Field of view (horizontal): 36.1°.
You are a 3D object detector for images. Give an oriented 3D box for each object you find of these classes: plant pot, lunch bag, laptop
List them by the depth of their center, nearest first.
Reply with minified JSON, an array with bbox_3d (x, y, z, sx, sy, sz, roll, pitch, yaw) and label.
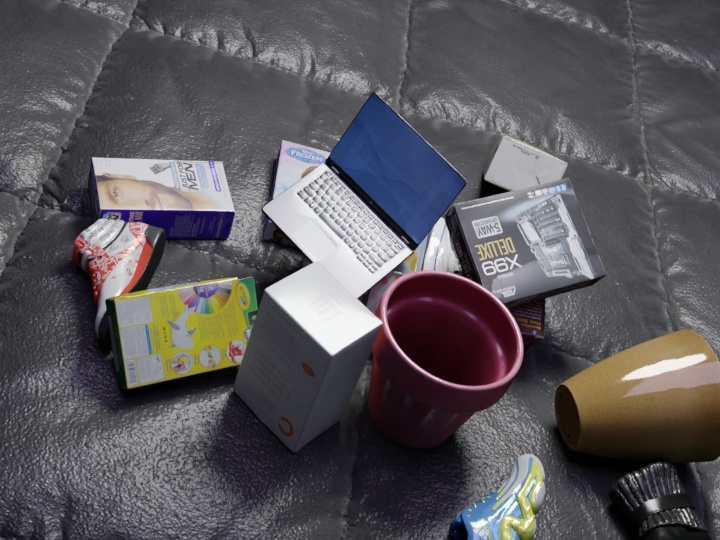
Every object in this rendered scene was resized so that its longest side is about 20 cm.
[{"bbox_3d":[0.094,0.132,1.463,0.198,0.180,0.201,11,43,-11],"label":"plant pot"},{"bbox_3d":[0.002,-0.100,1.505,0.200,0.116,0.187,-38,74,-26],"label":"laptop"},{"bbox_3d":[0.381,0.188,1.545,0.198,0.187,0.188,-7,49,-11],"label":"plant pot"},{"bbox_3d":[0.000,0.000,1.587,0.168,0.127,0.202,17,70,-4],"label":"lunch bag"}]

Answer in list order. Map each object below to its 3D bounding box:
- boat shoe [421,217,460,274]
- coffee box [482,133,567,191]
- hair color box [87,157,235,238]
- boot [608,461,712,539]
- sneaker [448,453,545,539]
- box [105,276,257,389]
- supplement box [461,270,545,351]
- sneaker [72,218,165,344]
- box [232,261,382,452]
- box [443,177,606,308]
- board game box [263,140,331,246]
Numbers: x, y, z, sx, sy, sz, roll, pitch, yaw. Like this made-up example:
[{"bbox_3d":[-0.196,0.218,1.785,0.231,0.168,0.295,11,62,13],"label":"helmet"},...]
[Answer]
[{"bbox_3d":[0.119,0.005,1.689,0.065,0.074,0.201,20,53,-9],"label":"boat shoe"},{"bbox_3d":[0.270,-0.170,1.840,0.113,0.080,0.200,24,10,2],"label":"coffee box"},{"bbox_3d":[-0.293,-0.106,1.625,0.198,0.065,0.110,-2,49,-22],"label":"hair color box"},{"bbox_3d":[0.370,0.342,1.440,0.210,0.080,0.159,-3,55,-39],"label":"boot"},{"bbox_3d":[0.172,0.305,1.401,0.104,0.076,0.201,20,44,-2],"label":"sneaker"},{"bbox_3d":[-0.224,0.077,1.439,0.198,0.048,0.119,-9,94,-28],"label":"box"},{"bbox_3d":[0.213,0.010,1.652,0.109,0.086,0.202,12,67,-12],"label":"supplement box"},{"bbox_3d":[-0.346,0.010,1.490,0.107,0.068,0.203,13,49,6],"label":"sneaker"},{"bbox_3d":[-0.070,0.111,1.400,0.124,0.201,0.097,42,46,20],"label":"box"},{"bbox_3d":[0.237,-0.035,1.600,0.198,0.050,0.159,-13,75,-20],"label":"box"},{"bbox_3d":[-0.044,-0.106,1.742,0.198,0.041,0.201,13,44,-10],"label":"board game box"}]
